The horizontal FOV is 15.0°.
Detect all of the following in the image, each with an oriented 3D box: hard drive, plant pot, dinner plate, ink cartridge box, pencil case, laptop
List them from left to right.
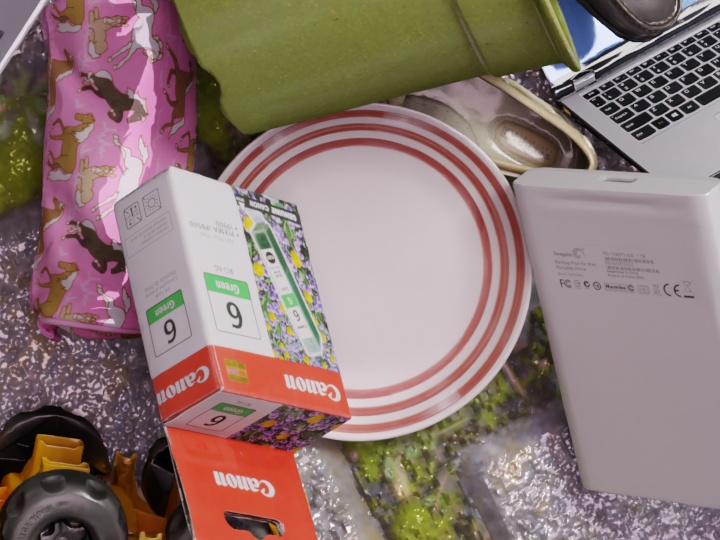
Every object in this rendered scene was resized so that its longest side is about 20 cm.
[{"bbox_3d":[-0.140,-0.058,1.538,0.082,0.086,0.202,1,92,-47],"label":"pencil case"},{"bbox_3d":[-0.062,0.051,1.468,0.109,0.050,0.201,16,51,-49],"label":"ink cartridge box"},{"bbox_3d":[-0.003,-0.164,1.487,0.189,0.200,0.201,-23,96,8],"label":"plant pot"},{"bbox_3d":[0.000,0.000,1.579,0.198,0.024,0.202,-1,106,-3],"label":"dinner plate"},{"bbox_3d":[0.165,0.040,1.553,0.026,0.131,0.201,-38,122,-42],"label":"hard drive"},{"bbox_3d":[0.195,-0.168,1.576,0.186,0.200,0.116,-29,130,-15],"label":"laptop"}]

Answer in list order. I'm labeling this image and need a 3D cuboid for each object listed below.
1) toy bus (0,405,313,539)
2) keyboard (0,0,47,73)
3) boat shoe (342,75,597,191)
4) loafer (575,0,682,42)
[{"bbox_3d":[-0.140,0.189,1.529,0.198,0.136,0.193,7,104,-14],"label":"toy bus"},{"bbox_3d":[-0.213,-0.128,1.538,0.201,0.056,0.011,-58,140,-4],"label":"keyboard"},{"bbox_3d":[0.043,-0.099,1.581,0.200,0.063,0.074,27,86,-11],"label":"boat shoe"},{"bbox_3d":[0.130,-0.221,1.515,0.073,0.072,0.201,-34,102,-25],"label":"loafer"}]
